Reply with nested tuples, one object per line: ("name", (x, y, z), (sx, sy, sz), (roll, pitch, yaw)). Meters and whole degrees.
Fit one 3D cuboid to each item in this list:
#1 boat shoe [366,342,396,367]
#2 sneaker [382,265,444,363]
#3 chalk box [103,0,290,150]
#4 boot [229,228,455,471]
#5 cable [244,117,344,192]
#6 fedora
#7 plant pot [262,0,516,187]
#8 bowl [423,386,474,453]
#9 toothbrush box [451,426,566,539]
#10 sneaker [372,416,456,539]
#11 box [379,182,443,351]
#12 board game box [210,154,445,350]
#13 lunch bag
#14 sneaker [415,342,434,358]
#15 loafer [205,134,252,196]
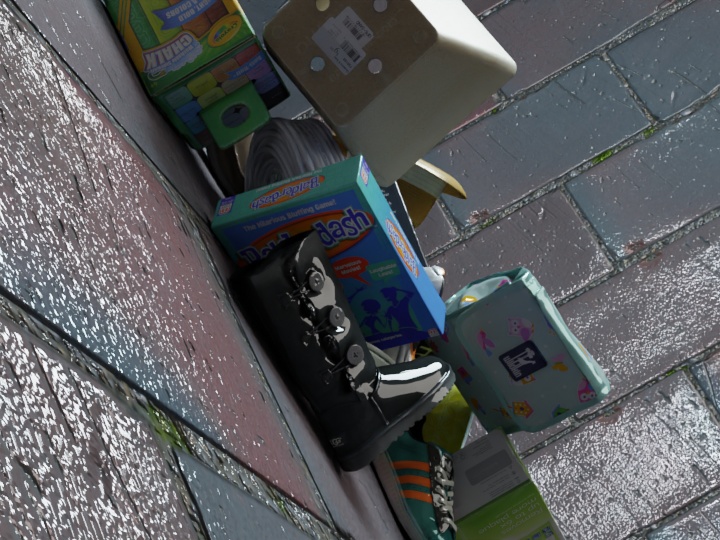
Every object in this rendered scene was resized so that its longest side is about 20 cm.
("boat shoe", (-0.043, 0.068, 1.103), (0.060, 0.076, 0.200), (-7, -50, 51))
("sneaker", (0.015, 0.078, 1.229), (0.092, 0.200, 0.076), (21, 2, 2))
("chalk box", (-0.163, -0.219, 1.224), (0.200, 0.124, 0.124), (60, 1, 26))
("boot", (-0.010, 0.053, 1.059), (0.165, 0.066, 0.200), (-39, 100, -47))
("cable", (-0.062, -0.063, 1.249), (0.200, 0.069, 0.200), (-124, -147, -43))
("fedora", (0.034, -0.106, 1.495), (0.200, 0.082, 0.201), (24, -3, 1))
("plant pot", (0.014, -0.229, 1.223), (0.200, 0.200, 0.177), (51, 12, 11))
("bowl", (0.085, 0.194, 1.504), (0.107, 0.201, 0.200), (17, -5, 8))
("toothbrush box", (0.145, 0.292, 1.376), (0.086, 0.145, 0.200), (61, 2, 40))
("sneaker", (0.071, 0.232, 1.266), (0.200, 0.080, 0.071), (62, 3, 38))
("box", (0.000, 0.000, 1.364), (0.148, 0.107, 0.200), (118, -44, -61))
("board game box", (-0.027, -0.002, 1.120), (0.200, 0.152, 0.045), (59, 26, -34))
("lunch bag", (0.176, 0.090, 1.329), (0.171, 0.122, 0.200), (56, -24, -4))
("sneaker", (0.045, 0.081, 1.506), (0.074, 0.200, 0.081), (22, 60, -24))
("loafer", (-0.149, -0.179, 1.349), (0.073, 0.071, 0.200), (-109, -174, -78))
